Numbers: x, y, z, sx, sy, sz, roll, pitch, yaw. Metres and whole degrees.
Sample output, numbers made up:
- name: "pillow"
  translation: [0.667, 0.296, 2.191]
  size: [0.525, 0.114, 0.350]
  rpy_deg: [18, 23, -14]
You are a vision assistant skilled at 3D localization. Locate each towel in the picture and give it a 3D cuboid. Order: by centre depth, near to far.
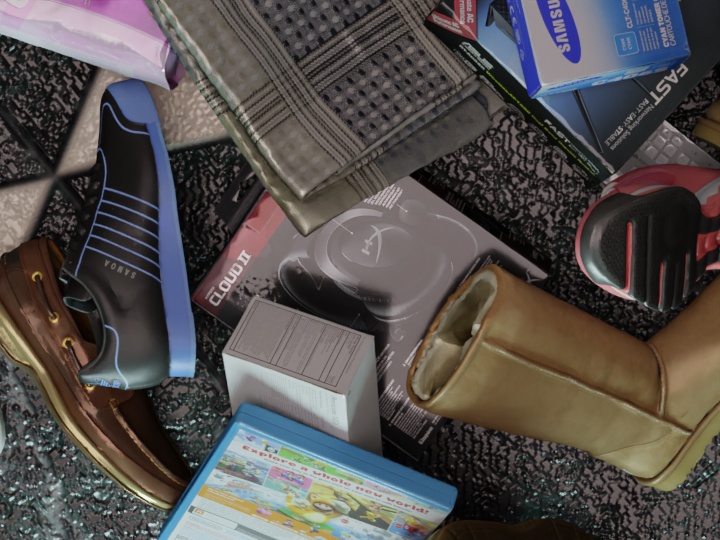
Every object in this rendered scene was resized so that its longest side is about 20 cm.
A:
- name: "towel"
  translation: [-0.014, -0.144, 1.571]
  size: [0.192, 0.035, 0.200]
  rpy_deg: [-33, 88, -28]

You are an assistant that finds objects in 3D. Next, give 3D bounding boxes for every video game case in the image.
- name: "video game case"
  translation: [-0.037, 0.155, 1.600]
  size: [0.143, 0.200, 0.018]
  rpy_deg: [23, 58, -7]

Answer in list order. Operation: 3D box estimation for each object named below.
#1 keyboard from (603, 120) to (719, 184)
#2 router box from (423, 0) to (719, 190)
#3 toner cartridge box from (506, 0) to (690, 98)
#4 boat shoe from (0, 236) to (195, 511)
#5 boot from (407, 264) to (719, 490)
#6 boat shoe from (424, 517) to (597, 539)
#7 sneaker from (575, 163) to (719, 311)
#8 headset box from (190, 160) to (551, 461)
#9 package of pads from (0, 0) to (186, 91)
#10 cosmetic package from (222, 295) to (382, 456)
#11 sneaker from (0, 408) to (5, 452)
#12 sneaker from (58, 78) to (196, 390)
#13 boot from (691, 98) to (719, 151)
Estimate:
- name: "keyboard"
  translation: [0.144, -0.101, 1.633]
  size: [0.200, 0.011, 0.056]
  rpy_deg: [38, 99, -1]
- name: "router box"
  translation: [0.159, -0.173, 1.567]
  size: [0.150, 0.062, 0.200]
  rpy_deg: [43, 80, -3]
- name: "toner cartridge box"
  translation: [0.126, -0.211, 1.513]
  size: [0.095, 0.043, 0.201]
  rpy_deg: [-13, 85, -7]
- name: "boat shoe"
  translation: [-0.171, 0.066, 1.654]
  size: [0.067, 0.072, 0.200]
  rpy_deg: [-39, 90, 11]
- name: "boot"
  translation: [0.152, 0.041, 1.571]
  size: [0.199, 0.066, 0.176]
  rpy_deg: [23, 100, -31]
- name: "boat shoe"
  translation: [0.092, 0.198, 1.612]
  size: [0.066, 0.200, 0.074]
  rpy_deg: [-28, 59, 34]
- name: "sneaker"
  translation: [0.170, -0.024, 1.523]
  size: [0.087, 0.200, 0.074]
  rpy_deg: [13, 104, 34]
- name: "headset box"
  translation: [0.000, 0.000, 1.627]
  size: [0.200, 0.077, 0.149]
  rpy_deg: [35, 99, 1]
- name: "package of pads"
  translation: [-0.191, -0.200, 1.610]
  size: [0.199, 0.076, 0.121]
  rpy_deg: [18, 89, 2]
- name: "cosmetic package"
  translation: [-0.031, 0.099, 1.586]
  size: [0.082, 0.200, 0.051]
  rpy_deg: [20, 59, 16]
- name: "sneaker"
  translation: [-0.285, 0.040, 1.655]
  size: [0.073, 0.085, 0.201]
  rpy_deg: [-21, 94, 9]
- name: "sneaker"
  translation: [-0.156, -0.024, 1.616]
  size: [0.078, 0.070, 0.201]
  rpy_deg: [-7, 77, -12]
- name: "boot"
  translation: [0.283, -0.156, 1.542]
  size: [0.066, 0.175, 0.201]
  rpy_deg: [28, 103, 23]
